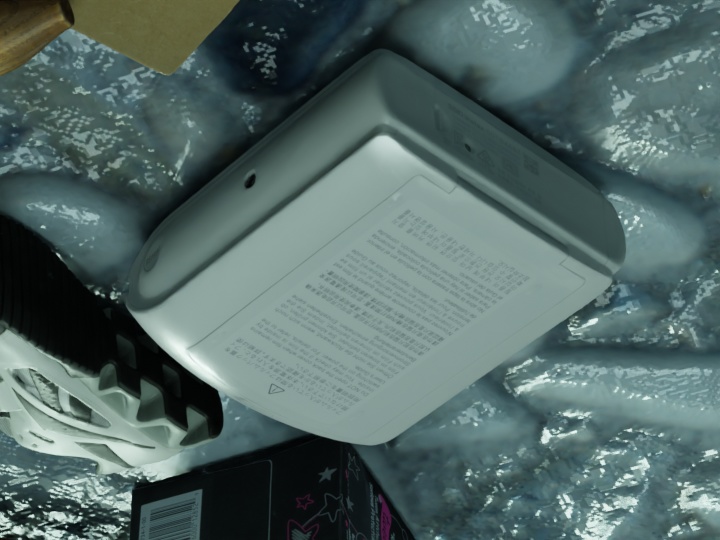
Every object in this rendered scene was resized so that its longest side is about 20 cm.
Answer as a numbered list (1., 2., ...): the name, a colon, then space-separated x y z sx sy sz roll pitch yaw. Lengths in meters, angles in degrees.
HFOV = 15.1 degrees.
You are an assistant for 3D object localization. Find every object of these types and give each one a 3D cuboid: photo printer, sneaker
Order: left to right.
1. sneaker: -0.163 0.046 1.329 0.088 0.074 0.200 -29 130 24
2. photo printer: 0.000 0.000 1.287 0.166 0.069 0.200 31 129 -30

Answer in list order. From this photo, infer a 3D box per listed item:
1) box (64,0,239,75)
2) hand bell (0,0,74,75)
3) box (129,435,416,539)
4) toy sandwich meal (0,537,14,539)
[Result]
1. box: -0.092 -0.180 1.128 0.163 0.021 0.200 27 131 -26
2. hand bell: -0.218 -0.079 1.186 0.200 0.104 0.104 -21 133 13
3. box: -0.046 0.207 1.410 0.132 0.200 0.115 -17 133 16
4. toy sandwich meal: -0.202 0.202 1.504 0.205 0.070 0.205 -4 137 -4
